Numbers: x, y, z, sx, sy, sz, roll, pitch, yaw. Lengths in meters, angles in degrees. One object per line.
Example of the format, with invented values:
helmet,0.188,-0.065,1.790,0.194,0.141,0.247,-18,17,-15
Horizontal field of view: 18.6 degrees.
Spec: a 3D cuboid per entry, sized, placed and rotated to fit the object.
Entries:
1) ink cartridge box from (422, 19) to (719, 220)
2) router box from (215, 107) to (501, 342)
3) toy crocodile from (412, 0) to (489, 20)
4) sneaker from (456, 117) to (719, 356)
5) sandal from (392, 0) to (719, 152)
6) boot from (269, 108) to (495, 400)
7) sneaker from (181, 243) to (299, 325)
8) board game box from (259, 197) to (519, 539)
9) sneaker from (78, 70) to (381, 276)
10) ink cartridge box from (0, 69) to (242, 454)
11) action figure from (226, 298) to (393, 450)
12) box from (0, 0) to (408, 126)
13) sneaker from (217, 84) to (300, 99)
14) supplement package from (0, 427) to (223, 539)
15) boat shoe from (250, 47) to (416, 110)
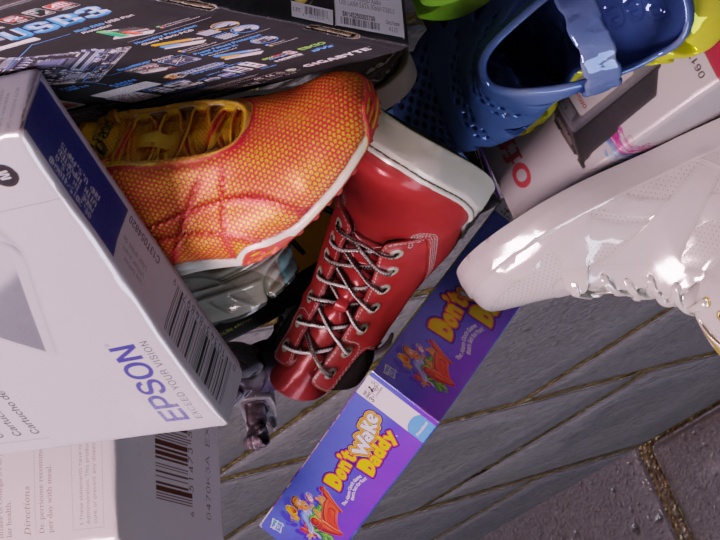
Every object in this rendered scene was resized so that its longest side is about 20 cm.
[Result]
ink cartridge box,0.141,-0.133,1.140,0.085,0.149,0.200,-7,158,-48
router box,-0.042,-0.049,1.232,0.199,0.051,0.149,-27,140,16
toy crocodile,0.005,-0.154,1.003,0.061,0.068,0.199,-29,165,27
sneaker,0.153,0.004,1.124,0.199,0.116,0.074,-26,168,19
sandal,0.082,-0.108,1.080,0.199,0.080,0.087,-26,-179,45
boot,0.000,0.000,1.105,0.145,0.072,0.200,-54,170,-5
sneaker,-0.131,-0.012,1.169,0.198,0.087,0.078,-14,-162,24
board game box,0.031,0.060,1.221,0.135,0.045,0.200,-55,177,37
sneaker,-0.080,-0.040,0.959,0.199,0.073,0.077,-23,133,26
ink cartridge box,-0.181,0.009,0.965,0.198,0.041,0.200,-9,136,24
action figure,-0.069,0.060,1.257,0.198,0.070,0.131,-14,148,-25
box,-0.115,-0.103,0.895,0.199,0.050,0.198,-11,170,36
sneaker,-0.107,-0.069,1.056,0.198,0.081,0.074,-11,168,9
supplement package,-0.181,0.097,1.116,0.198,0.118,0.117,-8,165,22
boat shoe,-0.074,-0.096,1.113,0.198,0.072,0.060,-14,126,9
